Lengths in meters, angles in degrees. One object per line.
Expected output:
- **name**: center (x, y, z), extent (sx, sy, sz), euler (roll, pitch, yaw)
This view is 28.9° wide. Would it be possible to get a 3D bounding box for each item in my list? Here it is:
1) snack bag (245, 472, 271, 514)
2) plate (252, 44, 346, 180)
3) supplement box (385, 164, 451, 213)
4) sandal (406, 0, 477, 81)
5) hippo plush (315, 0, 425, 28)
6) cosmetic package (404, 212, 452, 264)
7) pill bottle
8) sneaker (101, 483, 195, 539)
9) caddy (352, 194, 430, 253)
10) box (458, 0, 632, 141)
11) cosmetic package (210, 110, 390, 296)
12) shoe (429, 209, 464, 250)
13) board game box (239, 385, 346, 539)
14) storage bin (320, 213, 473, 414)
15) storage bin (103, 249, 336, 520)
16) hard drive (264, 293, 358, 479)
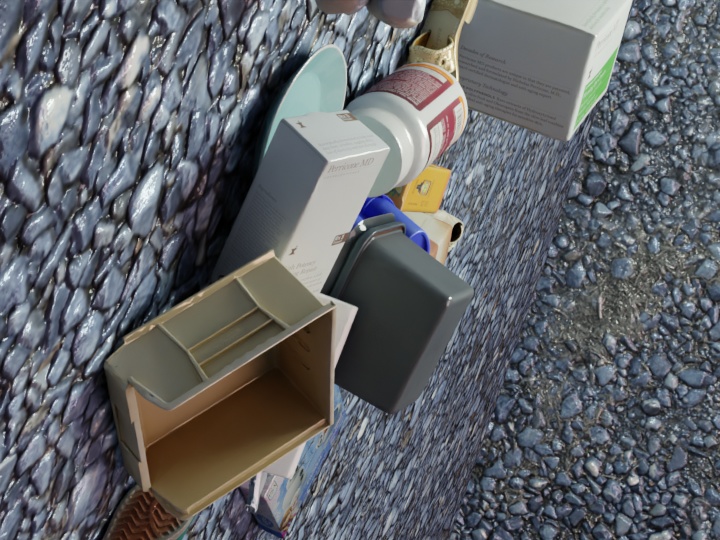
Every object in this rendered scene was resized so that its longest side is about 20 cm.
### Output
- **snack bag**: center (-0.098, 0.158, 1.623), extent (0.200, 0.021, 0.189), euler (-70, 169, -74)
- **plate**: center (-0.068, -0.138, 1.431), extent (0.200, 0.026, 0.201), euler (21, 90, -75)
- **supplement box**: center (0.062, -0.116, 1.857), extent (0.200, 0.069, 0.067), euler (-7, 117, -76)
- **sandal**: center (0.085, -0.277, 1.735), extent (0.070, 0.077, 0.212), euler (21, 85, -56)
- **hippo plush**: center (0.014, -0.332, 1.296), extent (0.200, 0.159, 0.161), euler (-56, -161, 10)
- **cosmetic package**: center (0.047, 0.011, 1.941), extent (0.200, 0.087, 0.104), euler (-53, 160, -46)
- **pill bottle**: center (0.040, -0.161, 1.613), extent (0.200, 0.114, 0.114), euler (-44, 152, -57)
- **sneaker**: center (-0.224, 0.285, 1.407), extent (0.200, 0.071, 0.080), euler (-55, 166, -27)
- **caddy**: center (0.000, 0.000, 1.731), extent (0.141, 0.105, 0.200), euler (-21, 136, -41)
- **box**: center (0.253, -0.320, 1.981), extent (0.199, 0.200, 0.172), euler (-48, 153, -51)
- **cosmetic package**: center (-0.060, -0.053, 1.369), extent (0.102, 0.074, 0.200), euler (-17, 143, -49)
- **shoe**: center (0.132, -0.055, 2.220), extent (0.070, 0.053, 0.200), euler (-68, 166, -2)
- **board game box**: center (-0.087, 0.239, 1.876), extent (0.200, 0.043, 0.199), euler (-62, 163, -21)
- **storage bin**: center (0.033, 0.057, 1.582), extent (0.145, 0.134, 0.200), euler (-17, 138, -63)
- **storage bin**: center (-0.129, 0.113, 1.320), extent (0.198, 0.094, 0.200), euler (-32, 150, -24)
- **hard drive**: center (-0.098, 0.111, 1.496), extent (0.201, 0.132, 0.027), euler (-69, -159, 2)
